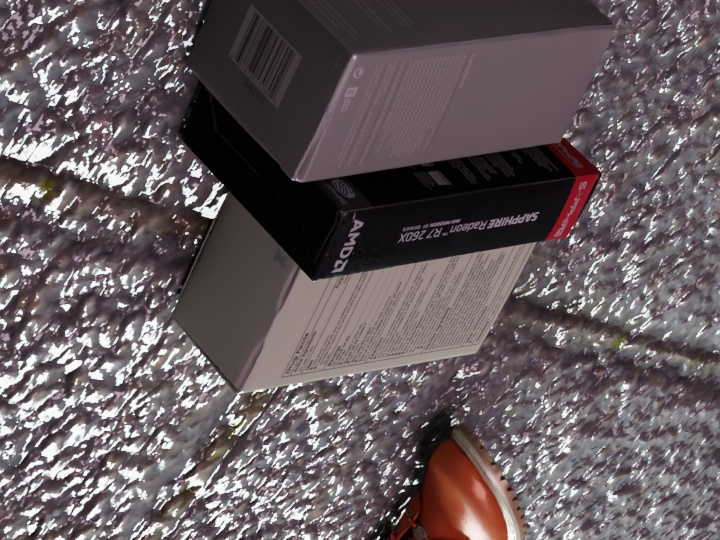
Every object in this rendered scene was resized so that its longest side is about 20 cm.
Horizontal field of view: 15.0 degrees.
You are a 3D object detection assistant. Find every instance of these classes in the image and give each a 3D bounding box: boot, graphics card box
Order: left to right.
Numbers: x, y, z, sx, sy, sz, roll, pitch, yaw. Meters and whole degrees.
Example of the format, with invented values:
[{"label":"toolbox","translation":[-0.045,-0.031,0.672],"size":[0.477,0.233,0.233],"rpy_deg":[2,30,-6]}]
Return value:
[{"label":"graphics card box","translation":[0.018,-0.061,1.461],"size":[0.199,0.126,0.051],"rpy_deg":[-10,136,-45]},{"label":"boot","translation":[0.050,0.187,1.851],"size":[0.107,0.075,0.200],"rpy_deg":[-25,145,-20]}]

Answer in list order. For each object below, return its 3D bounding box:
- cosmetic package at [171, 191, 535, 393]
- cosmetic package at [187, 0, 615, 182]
[{"label":"cosmetic package","translation":[0.000,0.000,1.565],"size":[0.199,0.071,0.105],"rpy_deg":[-6,133,-46]},{"label":"cosmetic package","translation":[0.024,-0.117,1.422],"size":[0.199,0.107,0.090],"rpy_deg":[-6,132,-43]}]
